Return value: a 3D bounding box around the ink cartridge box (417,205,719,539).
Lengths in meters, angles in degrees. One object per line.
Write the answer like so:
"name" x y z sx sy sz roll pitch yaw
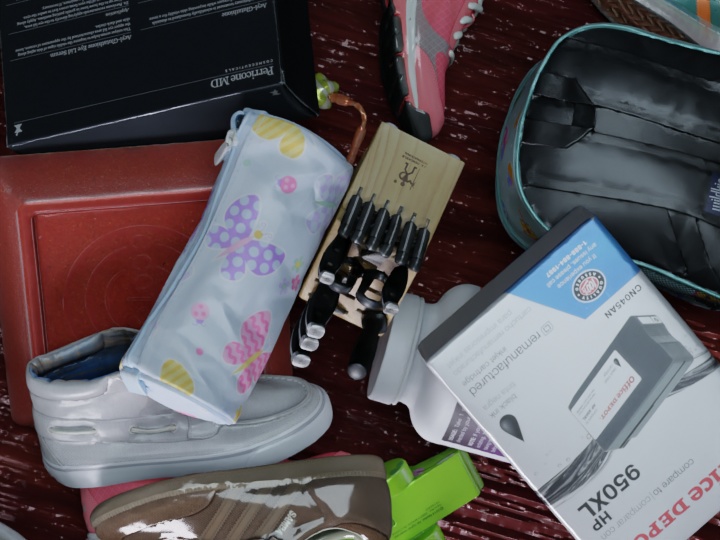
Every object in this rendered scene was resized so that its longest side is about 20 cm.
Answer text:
"ink cartridge box" 0.156 0.082 1.404 0.144 0.084 0.200 -41 96 2

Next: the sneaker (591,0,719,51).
"sneaker" 0.256 -0.188 1.562 0.199 0.071 0.080 26 79 -8

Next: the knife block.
"knife block" 0.000 0.000 1.445 0.064 0.200 0.176 26 77 -3

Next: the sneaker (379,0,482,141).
"sneaker" 0.058 -0.192 1.531 0.086 0.074 0.202 -2 85 -7

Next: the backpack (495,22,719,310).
"backpack" 0.191 -0.074 1.500 0.199 0.153 0.177 16 84 -12

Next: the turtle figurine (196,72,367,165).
"turtle figurine" -0.105 -0.092 1.508 0.200 0.064 0.162 -40 76 20

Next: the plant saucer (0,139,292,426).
"plant saucer" -0.147 0.016 1.477 0.198 0.037 0.201 -5 114 -6

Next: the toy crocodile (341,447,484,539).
"toy crocodile" -0.003 0.188 1.511 0.199 0.062 0.068 -36 105 -10

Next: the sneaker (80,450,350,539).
"sneaker" -0.100 0.142 1.496 0.199 0.074 0.087 -14 85 -6

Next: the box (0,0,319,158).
"box" -0.138 -0.157 1.458 0.199 0.079 0.142 -11 72 16

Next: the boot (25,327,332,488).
"boot" -0.122 0.083 1.444 0.198 0.074 0.096 -11 126 -1

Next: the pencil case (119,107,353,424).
"pencil case" -0.079 -0.002 1.389 0.083 0.091 0.201 17 79 39

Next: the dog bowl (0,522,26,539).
"dog bowl" -0.284 0.240 1.427 0.198 0.059 0.201 6 46 -6

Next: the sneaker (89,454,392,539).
"sneaker" -0.077 0.170 1.424 0.198 0.070 0.076 -10 76 3

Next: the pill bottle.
"pill bottle" 0.110 0.077 1.501 0.199 0.112 0.113 16 84 -4
